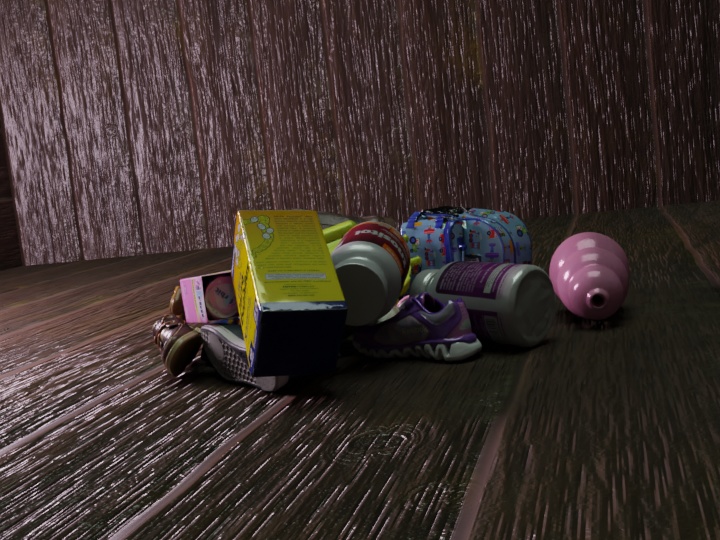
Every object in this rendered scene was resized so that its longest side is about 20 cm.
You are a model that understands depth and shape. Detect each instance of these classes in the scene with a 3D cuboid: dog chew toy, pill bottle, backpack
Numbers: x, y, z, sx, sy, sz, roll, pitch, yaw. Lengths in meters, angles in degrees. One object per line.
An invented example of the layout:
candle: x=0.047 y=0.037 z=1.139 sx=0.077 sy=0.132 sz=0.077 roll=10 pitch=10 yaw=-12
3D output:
dog chew toy: x=0.351 y=0.016 z=1.420 sx=0.123 sy=0.126 sz=0.200 roll=-5 pitch=16 yaw=10
pill bottle: x=0.007 y=0.006 z=1.311 sx=0.111 sy=0.115 sz=0.200 roll=-5 pitch=15 yaw=10
backpack: x=0.181 y=-0.015 z=1.572 sx=0.198 sy=0.185 sz=0.134 roll=5 pitch=8 yaw=35
pill bottle: x=0.167 y=0.044 z=1.333 sx=0.111 sy=0.114 sz=0.198 roll=-13 pitch=12 yaw=-43

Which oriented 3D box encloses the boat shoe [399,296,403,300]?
boat shoe: x=0.033 y=0.035 z=1.641 sx=0.199 sy=0.064 sz=0.074 roll=-4 pitch=38 yaw=-34

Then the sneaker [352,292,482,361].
sneaker: x=0.074 y=0.075 z=1.301 sx=0.198 sy=0.090 sz=0.080 roll=-3 pitch=9 yaw=36

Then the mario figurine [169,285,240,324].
mario figurine: x=-0.210 y=0.083 z=1.529 sx=0.197 sy=0.108 sz=0.124 roll=6 pitch=15 yaw=7

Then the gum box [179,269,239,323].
gum box: x=-0.147 y=0.027 z=1.354 sx=0.198 sy=0.067 sz=0.113 roll=-10 pitch=1 yaw=-26

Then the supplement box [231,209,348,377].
supplement box: x=-0.096 y=0.025 z=1.188 sx=0.108 sy=0.110 sz=0.201 roll=-1 pitch=39 yaw=-17

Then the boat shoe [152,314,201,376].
boat shoe: x=-0.274 y=0.102 z=1.372 sx=0.071 sy=0.073 sz=0.200 roll=30 pitch=2 yaw=-2

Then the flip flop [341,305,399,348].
flip flop: x=-0.027 y=0.069 z=1.384 sx=0.197 sy=0.058 sz=0.082 roll=3 pitch=38 yaw=-20

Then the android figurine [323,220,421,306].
android figurine: x=0.000 y=0.000 z=1.507 sx=0.198 sy=0.183 sz=0.041 roll=-19 pitch=-30 yaw=-13

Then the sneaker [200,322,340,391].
sneaker: x=-0.117 y=0.097 z=1.282 sx=0.145 sy=0.078 sz=0.201 roll=-26 pitch=27 yaw=-35

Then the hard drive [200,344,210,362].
hard drive: x=-0.132 y=0.106 z=1.426 sx=0.198 sy=0.043 sz=0.134 roll=-11 pitch=8 yaw=-30

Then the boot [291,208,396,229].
boot: x=-0.035 y=-0.032 z=1.580 sx=0.197 sy=0.065 sz=0.188 roll=6 pitch=40 yaw=-13

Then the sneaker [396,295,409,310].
sneaker: x=0.151 y=0.058 z=1.478 sx=0.197 sy=0.080 sz=0.095 roll=-5 pitch=-5 yaw=1
